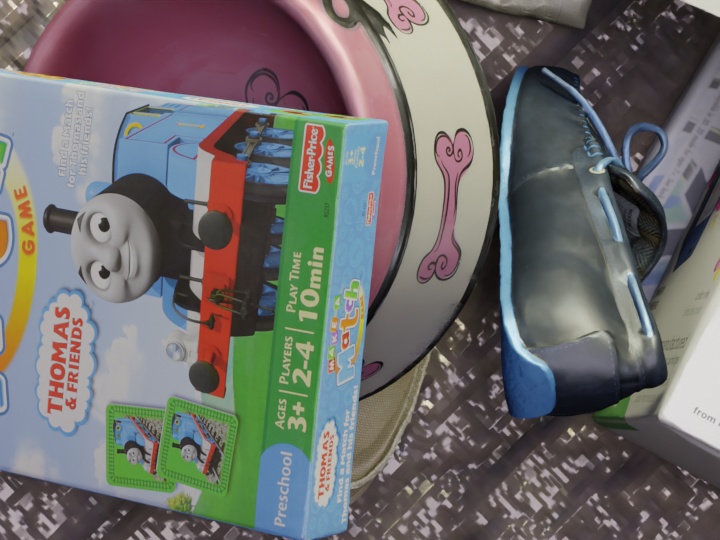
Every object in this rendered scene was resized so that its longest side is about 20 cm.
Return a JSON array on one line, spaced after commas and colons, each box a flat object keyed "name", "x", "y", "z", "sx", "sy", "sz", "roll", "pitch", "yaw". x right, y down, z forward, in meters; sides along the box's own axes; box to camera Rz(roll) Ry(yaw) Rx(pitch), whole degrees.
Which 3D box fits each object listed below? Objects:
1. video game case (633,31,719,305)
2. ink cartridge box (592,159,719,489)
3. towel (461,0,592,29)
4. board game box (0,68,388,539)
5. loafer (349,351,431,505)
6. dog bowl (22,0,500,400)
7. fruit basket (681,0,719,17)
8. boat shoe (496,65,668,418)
[{"name": "video game case", "x": 0.206, "y": -0.014, "z": 1.106, "sx": 0.182, "sy": 0.022, "sz": 0.200, "roll": 32, "pitch": 84, "yaw": -3}, {"name": "ink cartridge box", "x": 0.180, "y": -0.011, "z": 1.020, "sx": 0.087, "sy": 0.145, "sz": 0.200, "roll": 29, "pitch": 86, "yaw": -3}, {"name": "towel", "x": 0.028, "y": -0.217, "z": 1.094, "sx": 0.199, "sy": 0.035, "sz": 0.193, "roll": 14, "pitch": 85, "yaw": -5}, {"name": "board game box", "x": -0.091, "y": 0.007, "z": 0.971, "sx": 0.199, "sy": 0.037, "sz": 0.152, "roll": 10, "pitch": 99, "yaw": 28}, {"name": "loafer", "x": 0.000, "y": 0.000, "z": 1.061, "sx": 0.075, "sy": 0.068, "sz": 0.201, "roll": 14, "pitch": 85, "yaw": -5}, {"name": "dog bowl", "x": -0.051, "y": -0.040, "z": 1.007, "sx": 0.200, "sy": 0.074, "sz": 0.201, "roll": 2, "pitch": 94, "yaw": 29}, {"name": "fruit basket", "x": 0.155, "y": -0.191, "z": 1.035, "sx": 0.185, "sy": 0.094, "sz": 0.200, "roll": 28, "pitch": 78, "yaw": 31}, {"name": "boat shoe", "x": 0.089, "y": -0.008, "z": 1.025, "sx": 0.068, "sy": 0.084, "sz": 0.200, "roll": -3, "pitch": 43, "yaw": 5}]
